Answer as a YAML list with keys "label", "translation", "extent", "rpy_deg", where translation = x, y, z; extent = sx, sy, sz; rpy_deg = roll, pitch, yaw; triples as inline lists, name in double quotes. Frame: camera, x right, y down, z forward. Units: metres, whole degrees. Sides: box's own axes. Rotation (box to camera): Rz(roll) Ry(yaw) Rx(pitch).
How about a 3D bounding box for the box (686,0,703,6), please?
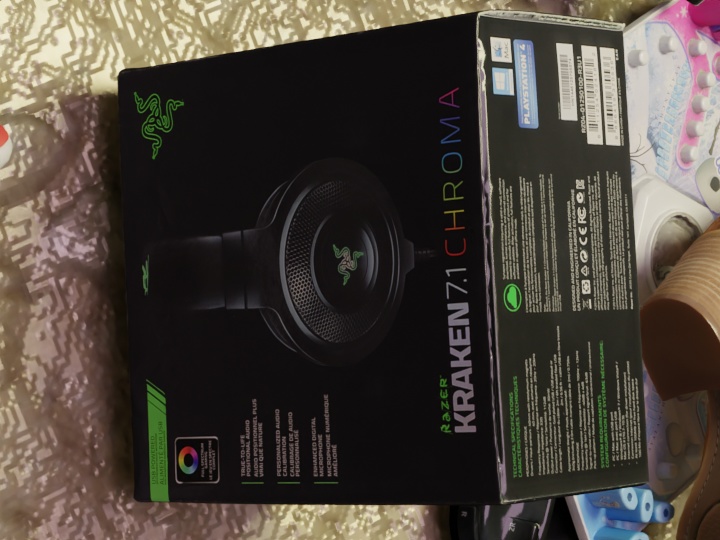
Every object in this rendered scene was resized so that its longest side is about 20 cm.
- label: "box"
  translation: [0.075, -0.202, 1.065]
  extent: [0.200, 0.035, 0.110]
  rpy_deg: [27, 38, -27]

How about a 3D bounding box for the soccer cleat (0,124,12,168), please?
- label: "soccer cleat"
  translation: [-0.213, -0.009, 0.854]
  extent: [0.200, 0.069, 0.085]
  rpy_deg: [-12, 106, 1]

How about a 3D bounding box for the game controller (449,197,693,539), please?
- label: "game controller"
  translation: [0.099, 0.044, 1.099]
  extent: [0.104, 0.042, 0.200]
  rpy_deg: [26, 74, -43]

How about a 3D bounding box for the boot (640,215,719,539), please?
- label: "boot"
  translation: [0.199, 0.061, 1.087]
  extent: [0.155, 0.074, 0.200]
  rpy_deg: [-36, 118, -43]

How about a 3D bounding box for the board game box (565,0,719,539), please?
- label: "board game box"
  translation: [0.139, -0.005, 1.091]
  extent: [0.200, 0.026, 0.200]
  rpy_deg: [-35, 115, -39]

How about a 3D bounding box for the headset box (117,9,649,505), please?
- label: "headset box"
  translation: [0.000, 0.000, 0.948]
  extent: [0.093, 0.200, 0.174]
  rpy_deg: [-1, 88, -48]
